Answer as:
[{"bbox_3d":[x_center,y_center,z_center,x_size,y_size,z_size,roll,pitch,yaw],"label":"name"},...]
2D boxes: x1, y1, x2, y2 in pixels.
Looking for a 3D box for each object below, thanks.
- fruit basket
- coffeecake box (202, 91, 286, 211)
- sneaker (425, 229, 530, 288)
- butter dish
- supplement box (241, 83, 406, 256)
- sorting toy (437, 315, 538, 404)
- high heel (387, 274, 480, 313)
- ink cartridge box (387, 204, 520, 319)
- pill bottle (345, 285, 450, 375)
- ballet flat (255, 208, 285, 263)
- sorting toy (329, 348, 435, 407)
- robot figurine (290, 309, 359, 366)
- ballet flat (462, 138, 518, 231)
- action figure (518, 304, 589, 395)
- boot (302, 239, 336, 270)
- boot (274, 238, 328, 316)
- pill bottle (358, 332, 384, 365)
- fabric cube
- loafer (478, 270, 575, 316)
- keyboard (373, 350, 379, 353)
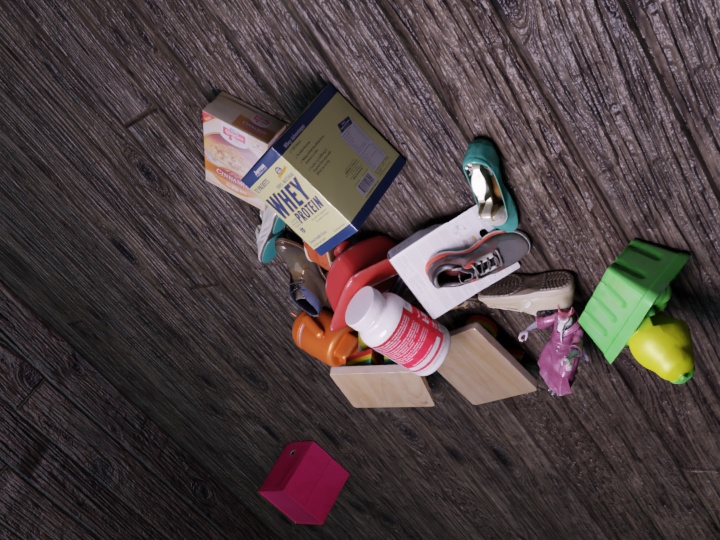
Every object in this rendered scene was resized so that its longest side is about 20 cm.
[{"bbox_3d":[0.480,0.081,1.209,0.215,0.155,0.217,35,148,26],"label":"fruit basket"},{"bbox_3d":[-0.237,-0.239,1.494,0.152,0.073,0.201,28,145,10],"label":"coffeecake box"},{"bbox_3d":[0.216,-0.007,1.327,0.198,0.082,0.078,-21,114,12],"label":"sneaker"},{"bbox_3d":[0.000,0.000,1.523,0.148,0.199,0.200,50,145,23],"label":"butter dish"},{"bbox_3d":[-0.063,-0.178,1.309,0.200,0.201,0.134,43,144,-12],"label":"supplement box"},{"bbox_3d":[0.259,0.189,1.596,0.200,0.070,0.198,44,144,-14],"label":"sorting toy"},{"bbox_3d":[0.137,0.076,1.513,0.198,0.072,0.143,17,125,-19],"label":"high heel"},{"bbox_3d":[0.176,-0.020,1.394,0.199,0.057,0.163,-34,113,10],"label":"ink cartridge box"},{"bbox_3d":[0.071,0.114,1.425,0.199,0.113,0.112,33,149,-27],"label":"pill bottle"},{"bbox_3d":[-0.206,-0.097,1.662,0.069,0.070,0.201,31,142,4],"label":"ballet flat"},{"bbox_3d":[0.055,0.239,1.654,0.196,0.070,0.200,-4,148,16],"label":"sorting toy"},{"bbox_3d":[-0.088,0.160,1.811,0.199,0.143,0.118,25,113,31],"label":"robot figurine"},{"bbox_3d":[0.217,-0.127,1.253,0.067,0.071,0.201,4,136,36],"label":"ballet flat"},{"bbox_3d":[0.383,0.135,1.351,0.134,0.148,0.201,49,153,41],"label":"action figure"},{"bbox_3d":[-0.089,-0.076,1.576,0.106,0.075,0.201,22,144,29],"label":"boot"},{"bbox_3d":[-0.134,0.017,1.676,0.074,0.098,0.200,-14,134,39],"label":"boot"},{"bbox_3d":[0.049,0.164,1.716,0.110,0.112,0.201,22,145,17],"label":"pill bottle"},{"bbox_3d":[-0.197,0.737,2.549,0.200,0.200,0.195,45,146,-17],"label":"fabric cube"},{"bbox_3d":[0.313,0.050,1.385,0.199,0.076,0.069,-5,125,43],"label":"loafer"},{"bbox_3d":[0.119,0.185,1.669,0.198,0.011,0.056,16,137,-33],"label":"keyboard"}]
